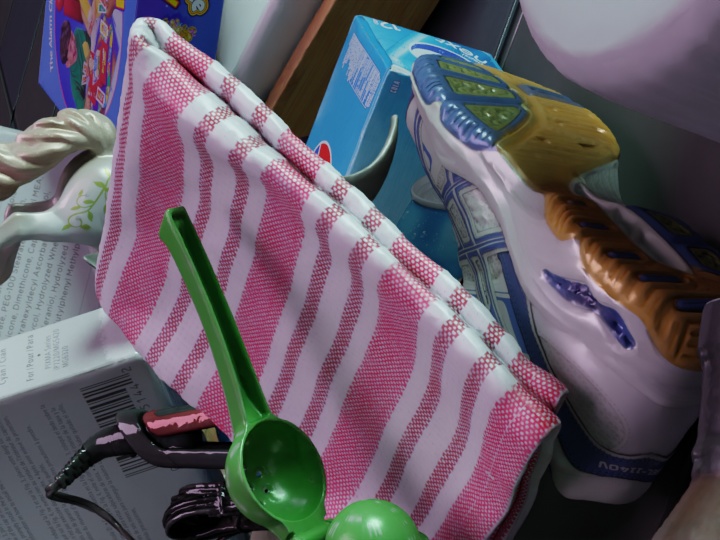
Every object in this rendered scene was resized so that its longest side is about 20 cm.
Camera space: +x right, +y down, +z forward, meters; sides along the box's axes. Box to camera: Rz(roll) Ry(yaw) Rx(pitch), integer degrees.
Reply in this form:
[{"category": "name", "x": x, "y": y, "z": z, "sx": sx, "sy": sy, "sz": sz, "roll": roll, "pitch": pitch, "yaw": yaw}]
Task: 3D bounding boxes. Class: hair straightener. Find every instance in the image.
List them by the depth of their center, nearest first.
[{"category": "hair straightener", "x": -0.033, "y": 0.082, "z": 0.669, "sx": 0.041, "sy": 0.199, "sz": 0.077, "roll": -13, "pitch": -89, "yaw": -70}]

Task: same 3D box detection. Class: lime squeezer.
[{"category": "lime squeezer", "x": -0.002, "y": 0.065, "z": 0.550, "sx": 0.200, "sy": 0.038, "sz": 0.071, "roll": 40, "pitch": 109, "yaw": 26}]

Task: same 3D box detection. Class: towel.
[{"category": "towel", "x": -0.023, "y": 0.024, "z": 0.586, "sx": 0.200, "sy": 0.030, "sz": 0.147, "roll": 43, "pitch": 143, "yaw": 20}]

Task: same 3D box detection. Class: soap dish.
[{"category": "soap dish", "x": -0.003, "y": -0.177, "z": 0.837, "sx": 0.200, "sy": 0.081, "sz": 0.158, "roll": 126, "pitch": 149, "yaw": -46}]

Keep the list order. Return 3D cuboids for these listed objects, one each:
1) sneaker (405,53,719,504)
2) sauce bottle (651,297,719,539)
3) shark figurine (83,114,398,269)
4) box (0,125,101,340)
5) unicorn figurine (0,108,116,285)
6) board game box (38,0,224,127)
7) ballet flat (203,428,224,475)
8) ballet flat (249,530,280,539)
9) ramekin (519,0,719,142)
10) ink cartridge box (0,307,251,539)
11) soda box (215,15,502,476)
[{"category": "sneaker", "x": 0.053, "y": -0.003, "z": 0.589, "sx": 0.200, "sy": 0.075, "sz": 0.089, "roll": -116, "pitch": 41, "yaw": -54}, {"category": "sauce bottle", "x": 0.096, "y": 0.107, "z": 0.433, "sx": 0.065, "sy": 0.064, "sz": 0.201, "roll": 156, "pitch": 123, "yaw": -65}, {"category": "shark figurine", "x": -0.062, "y": -0.006, "z": 0.691, "sx": 0.214, "sy": 0.089, "sz": 0.129, "roll": -170, "pitch": 92, "yaw": -72}, {"category": "box", "x": -0.189, "y": 0.041, "z": 1.031, "sx": 0.199, "sy": 0.130, "sz": 0.201, "roll": 112, "pitch": 171, "yaw": -77}, {"category": "unicorn figurine", "x": -0.102, "y": 0.009, "z": 0.805, "sx": 0.137, "sy": 0.200, "sz": 0.074, "roll": -36, "pitch": 43, "yaw": -9}, {"category": "board game box", "x": -0.109, "y": -0.161, "z": 0.847, "sx": 0.134, "sy": 0.045, "sz": 0.201, "roll": 47, "pitch": 132, "yaw": 52}, {"category": "ballet flat", "x": -0.092, "y": 0.070, "z": 0.949, "sx": 0.200, "sy": 0.063, "sz": 0.069, "roll": -116, "pitch": 41, "yaw": -59}, {"category": "ballet flat", "x": -0.020, "y": 0.132, "z": 0.737, "sx": 0.070, "sy": 0.069, "sz": 0.200, "roll": -100, "pitch": 32, "yaw": -46}, {"category": "ramekin", "x": 0.120, "y": -0.125, "z": 0.463, "sx": 0.200, "sy": 0.097, "sz": 0.202, "roll": -167, "pitch": 90, "yaw": -70}, {"category": "ink cartridge box", "x": -0.147, "y": 0.122, "z": 0.786, "sx": 0.045, "sy": 0.175, "sz": 0.201, "roll": -107, "pitch": -2, "yaw": -51}, {"category": "soda box", "x": 0.000, "y": 0.000, "z": 0.743, "sx": 0.064, "sy": 0.067, "sz": 0.201, "roll": -115, "pitch": 42, "yaw": -58}]
